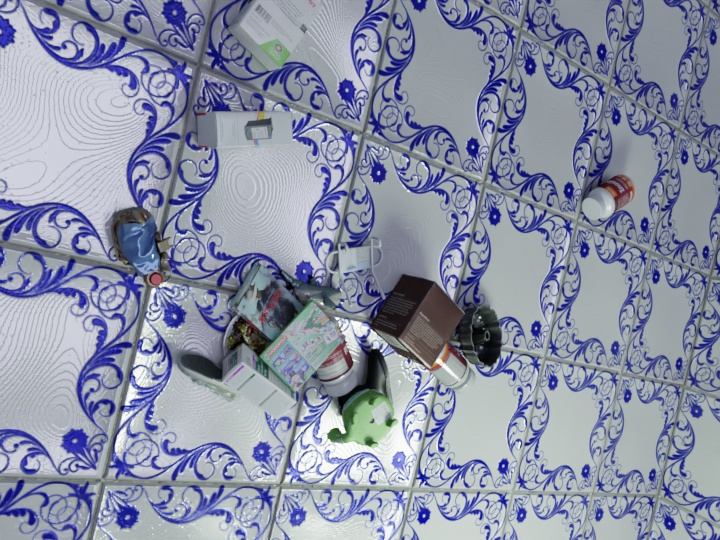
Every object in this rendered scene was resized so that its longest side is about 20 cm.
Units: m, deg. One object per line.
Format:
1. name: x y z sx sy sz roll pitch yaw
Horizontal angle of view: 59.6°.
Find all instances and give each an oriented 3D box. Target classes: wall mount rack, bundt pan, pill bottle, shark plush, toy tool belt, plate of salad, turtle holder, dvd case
1. wall mount rack: 0.000 0.000 1.792 0.196 0.074 0.179 -10 103 -30
2. bundt pan: 0.382 0.213 2.046 0.199 0.074 0.208 10 76 -47
3. pill bottle: 0.911 -0.266 2.310 0.197 0.112 0.115 -30 112 -26
4. shark plush: -0.142 0.054 1.738 0.196 0.091 0.085 24 62 -16
5. toy tool belt: -0.494 -0.046 1.441 0.123 0.122 0.205 -25 111 -26
6. plate of salad: -0.269 0.193 1.668 0.196 0.048 0.206 -6 101 -31
7. turtle holder: 0.006 0.421 1.759 0.139 0.131 0.189 31 86 -24
8. pill bottle: -0.084 0.241 1.754 0.113 0.113 0.204 -31 113 -24
9. pill bottle: 0.277 0.302 1.997 0.200 0.109 0.111 43 75 -30
10. dvd case: -0.240 0.099 1.658 0.200 0.022 0.148 47 51 -28

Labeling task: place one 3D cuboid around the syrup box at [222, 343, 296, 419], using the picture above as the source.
1. syrup box: -0.262 0.288 1.627 0.081 0.079 0.200 -39 119 12

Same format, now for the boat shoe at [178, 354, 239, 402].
1. boat shoe: -0.382 0.278 1.596 0.065 0.075 0.200 -45 130 13

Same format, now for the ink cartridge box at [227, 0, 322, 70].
1. ink cartridge box: -0.209 -0.626 1.554 0.145 0.083 0.203 39 77 -31

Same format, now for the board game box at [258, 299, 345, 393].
1. board game box: -0.151 0.197 1.642 0.200 0.029 0.135 -46 99 -10

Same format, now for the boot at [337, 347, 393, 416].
1. boot: 0.007 0.349 1.860 0.159 0.073 0.204 -17 105 -23

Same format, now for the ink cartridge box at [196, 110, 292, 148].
1. ink cartridge box: -0.281 -0.340 1.517 0.196 0.146 0.088 -10 105 -31

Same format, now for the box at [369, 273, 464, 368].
1. box: 0.168 0.148 1.869 0.164 0.165 0.202 42 76 -29
